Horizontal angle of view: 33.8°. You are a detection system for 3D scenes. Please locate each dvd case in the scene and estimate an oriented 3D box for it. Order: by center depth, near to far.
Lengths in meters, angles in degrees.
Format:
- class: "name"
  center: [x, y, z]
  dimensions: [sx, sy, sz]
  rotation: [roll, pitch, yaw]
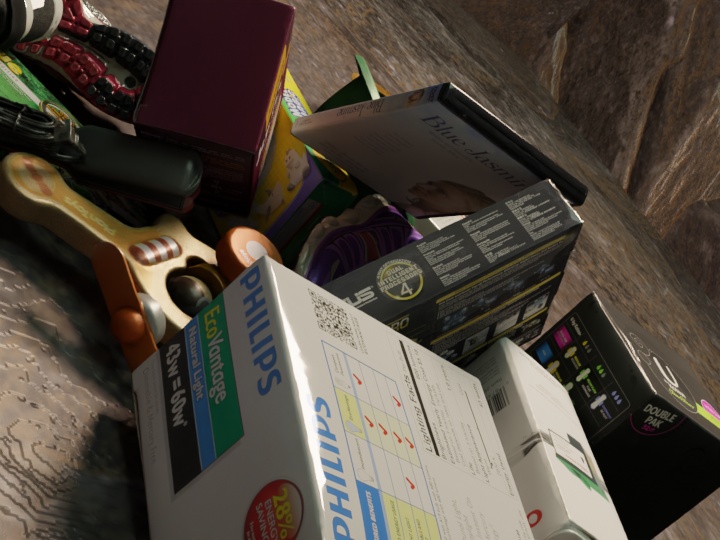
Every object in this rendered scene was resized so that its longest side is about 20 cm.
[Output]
- class: "dvd case"
  center: [0.053, -0.082, 0.879]
  dimensions: [0.142, 0.018, 0.200]
  rotation: [32, -18, -29]

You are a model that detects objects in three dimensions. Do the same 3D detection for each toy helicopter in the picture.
- class: "toy helicopter"
  center: [-0.151, -0.002, 0.758]
  dimensions: [0.200, 0.079, 0.132]
  rotation: [36, 34, -14]

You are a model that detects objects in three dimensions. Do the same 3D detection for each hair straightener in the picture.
- class: "hair straightener"
  center: [-0.197, -0.092, 0.769]
  dimensions: [0.199, 0.041, 0.077]
  rotation: [21, -19, -8]

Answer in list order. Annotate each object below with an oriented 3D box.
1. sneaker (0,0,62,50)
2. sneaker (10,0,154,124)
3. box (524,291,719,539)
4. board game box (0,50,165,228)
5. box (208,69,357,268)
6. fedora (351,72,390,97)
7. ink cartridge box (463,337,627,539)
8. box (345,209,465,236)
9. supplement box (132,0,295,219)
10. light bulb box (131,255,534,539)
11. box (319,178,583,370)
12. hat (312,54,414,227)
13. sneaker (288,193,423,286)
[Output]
- class: "sneaker"
  center: [-0.313, -0.232, 0.837]
  dimensions: [0.200, 0.073, 0.112]
  rotation: [34, 18, 0]
- class: "sneaker"
  center: [-0.241, -0.186, 0.954]
  dimensions: [0.200, 0.081, 0.075]
  rotation: [43, -10, -10]
- class: "box"
  center: [0.179, 0.147, 0.962]
  dimensions: [0.148, 0.200, 0.125]
  rotation: [33, 22, -36]
- class: "board game box"
  center: [-0.232, -0.097, 0.851]
  dimensions: [0.200, 0.023, 0.105]
  rotation: [46, 20, -4]
- class: "box"
  center: [-0.087, -0.097, 1.017]
  dimensions: [0.048, 0.117, 0.200]
  rotation: [22, 29, -42]
- class: "fedora"
  center: [0.034, -0.154, 1.462]
  dimensions: [0.201, 0.082, 0.201]
  rotation: [43, 13, -12]
- class: "ink cartridge box"
  center: [0.090, 0.165, 0.816]
  dimensions: [0.084, 0.146, 0.200]
  rotation: [39, 20, -26]
- class: "box"
  center: [0.017, -0.067, 1.215]
  dimensions: [0.200, 0.097, 0.124]
  rotation: [48, 18, 6]
- class: "supplement box"
  center: [-0.106, -0.120, 0.872]
  dimensions: [0.085, 0.111, 0.200]
  rotation: [15, -11, -4]
- class: "light bulb box"
  center: [-0.010, 0.132, 0.673]
  dimensions: [0.200, 0.125, 0.199]
  rotation: [31, 29, -38]
- class: "box"
  center: [0.051, 0.035, 0.833]
  dimensions: [0.049, 0.199, 0.161]
  rotation: [56, -19, 24]
- class: "hat"
  center: [-0.058, -0.092, 1.071]
  dimensions: [0.200, 0.175, 0.166]
  rotation: [-103, 176, -78]
- class: "sneaker"
  center: [0.000, 0.000, 0.928]
  dimensions: [0.083, 0.081, 0.200]
  rotation: [34, 36, 12]
